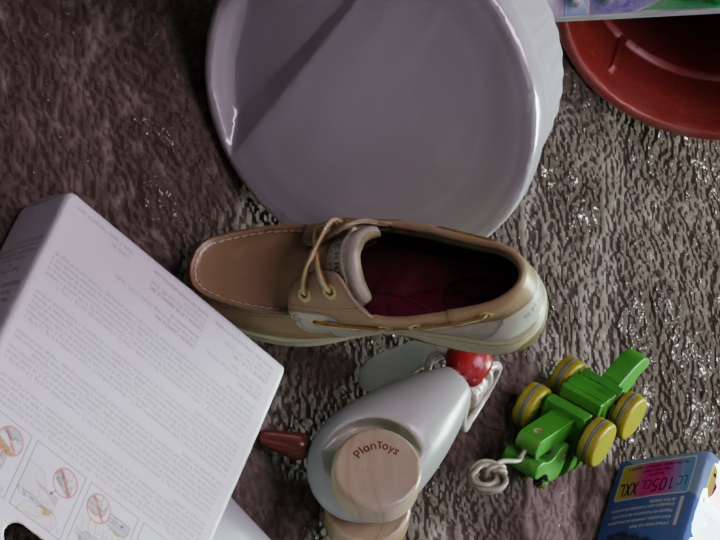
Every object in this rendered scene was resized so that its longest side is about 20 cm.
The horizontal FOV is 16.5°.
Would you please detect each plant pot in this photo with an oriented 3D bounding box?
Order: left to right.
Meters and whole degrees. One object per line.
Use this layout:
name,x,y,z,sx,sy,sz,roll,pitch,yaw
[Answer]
plant pot,0.247,-0.227,1.673,0.201,0.201,0.195,47,41,-28

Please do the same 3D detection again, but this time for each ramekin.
ramekin,0.021,-0.111,1.384,0.203,0.202,0.094,65,32,-11

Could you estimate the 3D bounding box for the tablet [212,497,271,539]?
tablet,-0.058,0.211,1.333,0.200,0.014,0.130,49,48,-26

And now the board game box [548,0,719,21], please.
board game box,0.136,-0.252,1.550,0.026,0.200,0.200,58,33,-67

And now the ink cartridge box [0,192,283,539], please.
ink cartridge box,-0.138,0.085,1.253,0.163,0.057,0.200,41,57,-27

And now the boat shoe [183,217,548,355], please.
boat shoe,0.000,0.000,1.328,0.066,0.200,0.074,74,19,-66

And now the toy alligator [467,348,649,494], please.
toy alligator,0.119,0.107,1.530,0.200,0.059,0.054,-33,144,-47

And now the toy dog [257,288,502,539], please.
toy dog,0.015,0.066,1.398,0.096,0.132,0.200,28,44,7

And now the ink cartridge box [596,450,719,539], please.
ink cartridge box,0.202,0.235,1.566,0.136,0.076,0.200,46,51,-29
